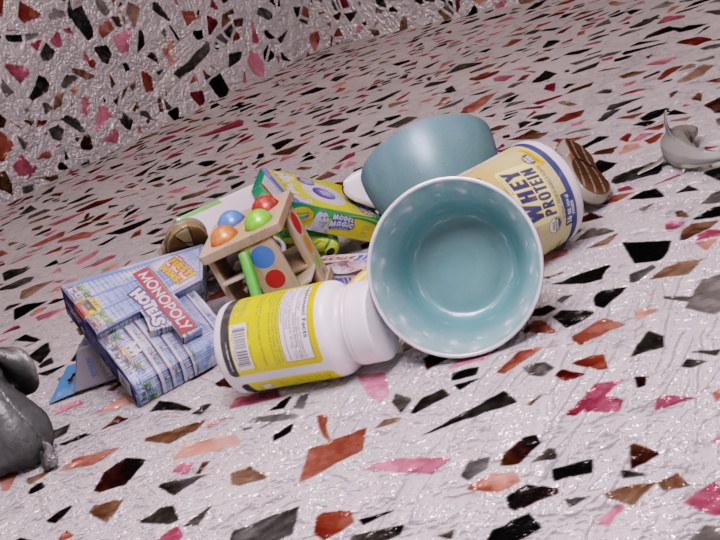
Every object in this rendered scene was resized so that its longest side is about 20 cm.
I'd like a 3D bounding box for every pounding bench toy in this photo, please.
[{"bbox_3d":[-0.133,0.001,1.605,0.124,0.157,0.200,-23,21,14],"label":"pounding bench toy"}]

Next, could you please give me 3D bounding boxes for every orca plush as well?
[{"bbox_3d":[0.074,-0.141,1.838,0.199,0.106,0.071,-22,-2,7],"label":"orca plush"}]

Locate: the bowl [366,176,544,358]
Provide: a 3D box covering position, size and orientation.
[{"bbox_3d":[0.113,-0.004,1.372,0.199,0.202,0.105,-16,-3,10],"label":"bowl"}]

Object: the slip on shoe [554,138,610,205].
[{"bbox_3d":[0.307,-0.130,1.721,0.061,0.076,0.200,-56,15,21],"label":"slip on shoe"}]

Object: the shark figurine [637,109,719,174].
[{"bbox_3d":[0.459,-0.186,1.674,0.127,0.090,0.214,-23,16,-7],"label":"shark figurine"}]

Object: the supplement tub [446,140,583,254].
[{"bbox_3d":[0.170,-0.065,1.522,0.199,0.145,0.144,-29,19,-27],"label":"supplement tub"}]

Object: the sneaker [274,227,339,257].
[{"bbox_3d":[-0.090,-0.065,1.889,0.200,0.074,0.084,17,81,62],"label":"sneaker"}]

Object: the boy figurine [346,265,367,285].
[{"bbox_3d":[0.013,0.009,1.569,0.200,0.065,0.124,-42,5,-22],"label":"boy figurine"}]

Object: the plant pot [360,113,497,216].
[{"bbox_3d":[0.115,-0.105,1.678,0.199,0.135,0.200,-16,-26,-8],"label":"plant pot"}]

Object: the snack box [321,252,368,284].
[{"bbox_3d":[0.000,0.000,1.712,0.199,0.024,0.072,-3,26,42],"label":"snack box"}]

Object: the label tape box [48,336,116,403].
[{"bbox_3d":[-0.354,0.106,1.717,0.199,0.064,0.144,-19,17,2],"label":"label tape box"}]

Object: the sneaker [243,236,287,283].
[{"bbox_3d":[-0.145,-0.016,1.835,0.078,0.080,0.200,-25,16,-12],"label":"sneaker"}]

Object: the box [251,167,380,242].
[{"bbox_3d":[-0.056,-0.097,1.834,0.199,0.049,0.117,12,23,-35],"label":"box"}]

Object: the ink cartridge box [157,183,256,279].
[{"bbox_3d":[-0.232,-0.049,1.903,0.145,0.084,0.200,-27,-4,-23],"label":"ink cartridge box"}]

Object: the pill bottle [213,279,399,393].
[{"bbox_3d":[-0.062,0.075,1.405,0.199,0.115,0.114,-11,19,24],"label":"pill bottle"}]

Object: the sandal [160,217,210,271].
[{"bbox_3d":[-0.257,-0.029,1.710,0.080,0.054,0.200,-17,-23,-19],"label":"sandal"}]

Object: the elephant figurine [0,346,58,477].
[{"bbox_3d":[-0.468,0.151,1.472,0.154,0.201,0.142,-19,17,2],"label":"elephant figurine"}]

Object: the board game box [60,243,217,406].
[{"bbox_3d":[-0.266,0.056,1.609,0.199,0.062,0.200,-29,55,-25],"label":"board game box"}]
